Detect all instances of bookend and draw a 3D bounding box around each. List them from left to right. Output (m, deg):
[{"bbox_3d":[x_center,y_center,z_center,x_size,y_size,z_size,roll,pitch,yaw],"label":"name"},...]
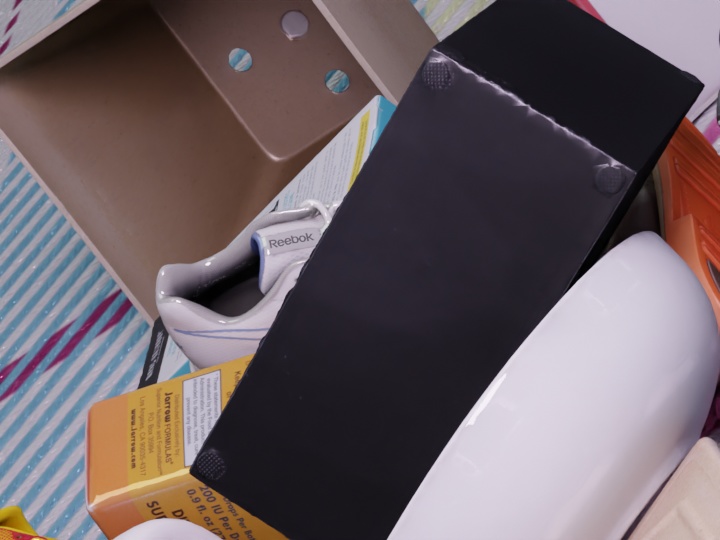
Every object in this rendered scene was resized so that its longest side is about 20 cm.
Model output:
[{"bbox_3d":[0.041,-0.002,1.189,0.199,0.092,0.200,-60,-5,19],"label":"bookend"}]

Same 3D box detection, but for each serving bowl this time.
[{"bbox_3d":[0.080,0.085,1.125,0.200,0.066,0.200,-49,-14,-17],"label":"serving bowl"}]

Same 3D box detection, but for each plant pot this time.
[{"bbox_3d":[-0.057,-0.106,1.607,0.200,0.200,0.177,-31,15,27],"label":"plant pot"}]

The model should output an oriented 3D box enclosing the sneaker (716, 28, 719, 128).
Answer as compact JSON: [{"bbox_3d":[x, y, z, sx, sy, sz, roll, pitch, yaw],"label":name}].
[{"bbox_3d":[0.184,-0.063,1.273,0.088,0.074,0.200,-40,23,2],"label":"sneaker"}]

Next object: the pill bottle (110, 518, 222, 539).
[{"bbox_3d":[-0.137,0.198,1.290,0.200,0.114,0.114,-30,26,29],"label":"pill bottle"}]

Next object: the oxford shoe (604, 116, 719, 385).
[{"bbox_3d":[0.129,-0.013,1.284,0.073,0.071,0.200,-39,23,22],"label":"oxford shoe"}]

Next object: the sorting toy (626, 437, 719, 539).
[{"bbox_3d":[0.090,0.159,1.011,0.185,0.036,0.200,-56,6,7],"label":"sorting toy"}]

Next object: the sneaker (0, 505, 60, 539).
[{"bbox_3d":[-0.175,0.166,1.466,0.077,0.073,0.200,-34,25,-4],"label":"sneaker"}]

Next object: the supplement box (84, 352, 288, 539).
[{"bbox_3d":[-0.020,0.074,1.296,0.199,0.067,0.069,-19,43,12],"label":"supplement box"}]

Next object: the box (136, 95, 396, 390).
[{"bbox_3d":[-0.037,0.006,1.486,0.200,0.049,0.082,-44,21,33],"label":"box"}]

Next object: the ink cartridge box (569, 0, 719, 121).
[{"bbox_3d":[0.114,-0.170,1.476,0.083,0.147,0.200,-42,24,-1],"label":"ink cartridge box"}]

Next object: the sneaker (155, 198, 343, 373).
[{"bbox_3d":[0.000,0.000,1.305,0.200,0.087,0.075,-26,55,12],"label":"sneaker"}]
